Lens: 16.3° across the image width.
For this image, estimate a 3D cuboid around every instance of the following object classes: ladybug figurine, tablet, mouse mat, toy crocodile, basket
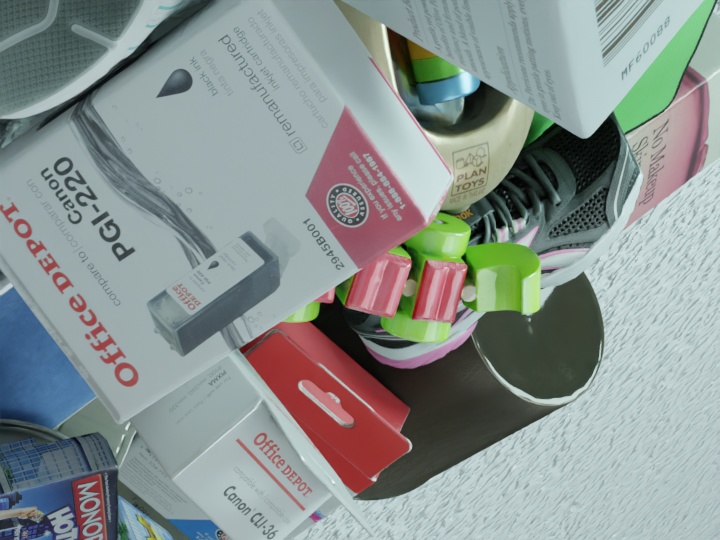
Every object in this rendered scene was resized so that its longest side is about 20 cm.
[{"bbox_3d":[0.031,-0.128,1.359,0.135,0.072,0.201,-17,110,-30],"label":"ladybug figurine"},{"bbox_3d":[-0.166,0.031,1.423,0.200,0.014,0.130,-36,143,-6],"label":"tablet"},{"bbox_3d":[0.152,-0.128,1.460,0.161,0.008,0.200,-30,154,-30],"label":"mouse mat"},{"bbox_3d":[0.000,0.000,1.347,0.199,0.062,0.068,8,106,-16],"label":"toy crocodile"},{"bbox_3d":[0.048,0.057,1.593,0.180,0.137,0.200,11,157,-33],"label":"basket"}]

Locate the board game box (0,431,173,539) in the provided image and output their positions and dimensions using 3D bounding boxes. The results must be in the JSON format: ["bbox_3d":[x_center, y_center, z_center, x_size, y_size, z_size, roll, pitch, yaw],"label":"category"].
[{"bbox_3d":[-0.191,0.162,1.405,0.199,0.062,0.201,-14,140,-18],"label":"board game box"}]

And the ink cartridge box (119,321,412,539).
[{"bbox_3d":[-0.054,0.095,1.538,0.200,0.116,0.067,-38,-165,44],"label":"ink cartridge box"}]

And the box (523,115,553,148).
[{"bbox_3d":[0.080,-0.120,1.497,0.200,0.101,0.113,-42,158,-4],"label":"box"}]

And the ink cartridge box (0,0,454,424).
[{"bbox_3d":[-0.078,-0.040,1.239,0.200,0.146,0.085,-32,-169,21],"label":"ink cartridge box"}]

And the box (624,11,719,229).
[{"bbox_3d":[0.143,-0.092,1.640,0.200,0.109,0.128,-36,156,-16],"label":"box"}]

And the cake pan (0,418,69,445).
[{"bbox_3d":[-0.241,0.166,1.461,0.199,0.037,0.201,-16,141,-14],"label":"cake pan"}]

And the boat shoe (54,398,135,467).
[{"bbox_3d":[-0.142,0.057,1.517,0.200,0.073,0.062,-56,-162,11],"label":"boat shoe"}]

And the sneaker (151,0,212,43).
[{"bbox_3d":[-0.076,-0.097,1.325,0.080,0.076,0.200,-29,156,-53],"label":"sneaker"}]

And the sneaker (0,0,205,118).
[{"bbox_3d":[-0.103,-0.139,1.205,0.200,0.070,0.080,-43,160,-3],"label":"sneaker"}]

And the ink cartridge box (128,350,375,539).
[{"bbox_3d":[-0.084,0.077,1.364,0.067,0.200,0.117,-41,143,-1],"label":"ink cartridge box"}]

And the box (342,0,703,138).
[{"bbox_3d":[0.089,-0.218,1.191,0.200,0.171,0.199,-50,153,-18],"label":"box"}]

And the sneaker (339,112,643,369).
[{"bbox_3d":[0.072,-0.019,1.420,0.200,0.080,0.086,-43,155,7],"label":"sneaker"}]

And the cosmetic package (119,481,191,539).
[{"bbox_3d":[-0.152,0.228,1.714,0.071,0.105,0.200,-31,153,-23],"label":"cosmetic package"}]
